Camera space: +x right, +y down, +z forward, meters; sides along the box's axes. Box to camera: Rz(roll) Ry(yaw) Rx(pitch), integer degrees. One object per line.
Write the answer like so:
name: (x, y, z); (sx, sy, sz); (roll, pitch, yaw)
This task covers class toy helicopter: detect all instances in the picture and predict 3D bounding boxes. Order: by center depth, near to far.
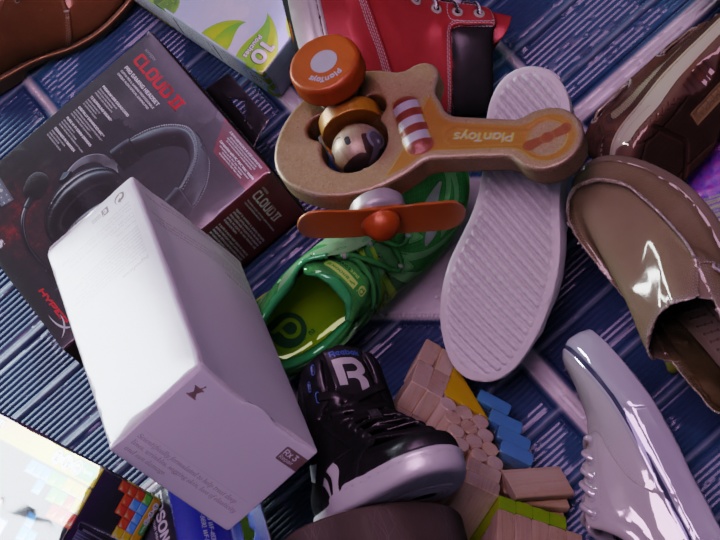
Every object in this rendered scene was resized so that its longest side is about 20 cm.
toy helicopter: (0.040, -0.070, 1.618); (0.199, 0.079, 0.133); (2, 56, 22)

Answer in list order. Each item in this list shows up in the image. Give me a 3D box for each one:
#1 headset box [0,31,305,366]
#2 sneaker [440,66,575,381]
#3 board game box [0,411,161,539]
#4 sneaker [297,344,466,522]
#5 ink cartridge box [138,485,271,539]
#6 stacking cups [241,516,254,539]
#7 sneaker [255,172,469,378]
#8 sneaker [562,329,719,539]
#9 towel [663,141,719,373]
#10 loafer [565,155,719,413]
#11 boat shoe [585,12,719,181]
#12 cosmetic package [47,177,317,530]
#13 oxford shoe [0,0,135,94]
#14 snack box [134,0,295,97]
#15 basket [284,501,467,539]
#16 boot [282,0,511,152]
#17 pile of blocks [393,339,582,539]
headset box: (-0.147, -0.048, 1.764); (0.200, 0.077, 0.149); (-41, 62, 0)
sneaker: (0.104, -0.024, 1.675); (0.074, 0.082, 0.201); (14, 85, 17)
board game box: (-0.233, 0.178, 1.659); (0.200, 0.057, 0.166); (18, 76, 51)
sneaker: (0.001, 0.093, 1.584); (0.073, 0.200, 0.112); (-8, 77, -19)
ink cartridge box: (-0.136, 0.201, 1.627); (0.200, 0.039, 0.100); (-38, 49, 27)
stacking cups: (-0.096, 0.131, 1.691); (0.060, 0.061, 0.201); (-15, 59, 11)
sneaker: (0.000, 0.000, 1.684); (0.074, 0.084, 0.200); (42, 91, -10)
sneaker: (0.161, 0.128, 1.590); (0.071, 0.073, 0.200); (-26, 63, -2)
towel: (0.268, -0.025, 1.649); (0.199, 0.023, 0.144); (-19, 64, 11)
loafer: (0.192, 0.010, 1.593); (0.067, 0.076, 0.200); (-24, 62, -44)
boat shoe: (0.222, -0.132, 1.682); (0.202, 0.075, 0.075); (-38, 32, -15)
cosmetic package: (-0.110, 0.048, 1.605); (0.081, 0.113, 0.200); (-40, 36, 14)
oxford shoe: (-0.225, -0.191, 1.853); (0.200, 0.071, 0.071); (-36, 60, -1)
snack box: (-0.054, -0.238, 1.820); (0.142, 0.053, 0.200); (35, 82, 19)
basket: (0.023, 0.247, 1.525); (0.136, 0.180, 0.201); (-8, 66, -8)
boot: (0.019, -0.190, 1.738); (0.144, 0.072, 0.201); (-14, 92, -4)
pile of blocks: (0.075, 0.137, 1.633); (0.062, 0.082, 0.200); (-60, 42, 38)
